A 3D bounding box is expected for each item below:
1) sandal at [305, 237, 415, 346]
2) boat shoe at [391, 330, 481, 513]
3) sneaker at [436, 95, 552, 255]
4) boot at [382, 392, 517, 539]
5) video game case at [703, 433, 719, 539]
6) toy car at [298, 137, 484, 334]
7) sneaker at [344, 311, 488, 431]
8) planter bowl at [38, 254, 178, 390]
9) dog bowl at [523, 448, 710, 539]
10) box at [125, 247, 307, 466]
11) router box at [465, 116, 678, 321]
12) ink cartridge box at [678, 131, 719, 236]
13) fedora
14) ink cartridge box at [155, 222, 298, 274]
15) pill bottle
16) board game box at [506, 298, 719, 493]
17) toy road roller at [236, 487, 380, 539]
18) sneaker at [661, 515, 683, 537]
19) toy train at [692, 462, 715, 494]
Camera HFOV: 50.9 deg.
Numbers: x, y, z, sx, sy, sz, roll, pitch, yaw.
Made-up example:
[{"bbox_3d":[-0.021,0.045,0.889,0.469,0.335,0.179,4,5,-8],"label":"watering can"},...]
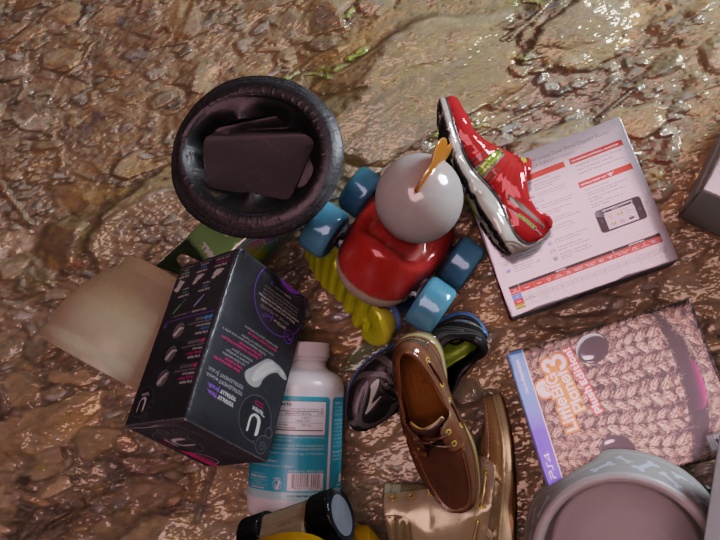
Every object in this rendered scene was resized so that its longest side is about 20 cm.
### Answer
[{"bbox_3d":[0.000,0.000,0.936,0.087,0.080,0.201,-24,66,-30],"label":"sandal"},{"bbox_3d":[0.074,0.167,0.807,0.071,0.068,0.202,-16,92,17],"label":"boat shoe"},{"bbox_3d":[0.152,-0.116,0.868,0.084,0.077,0.201,-27,83,-3],"label":"sneaker"},{"bbox_3d":[0.101,0.242,0.872,0.154,0.073,0.202,-1,86,13],"label":"boot"},{"bbox_3d":[0.370,0.257,0.703,0.017,0.200,0.144,-8,49,46],"label":"video game case"},{"bbox_3d":[0.063,-0.071,0.835,0.184,0.177,0.201,36,135,7],"label":"toy car"},{"bbox_3d":[0.063,0.121,0.885,0.199,0.083,0.071,-34,109,6],"label":"sneaker"},{"bbox_3d":[-0.265,0.067,0.923,0.199,0.200,0.136,24,76,15],"label":"planter bowl"},{"bbox_3d":[0.253,0.277,0.724,0.198,0.059,0.202,-1,87,18],"label":"dog bowl"},{"bbox_3d":[-0.152,0.097,0.833,0.105,0.122,0.202,-15,50,37],"label":"box"},{"bbox_3d":[0.242,-0.058,0.894,0.198,0.049,0.181,-20,78,9],"label":"router box"},{"bbox_3d":[0.468,-0.092,0.798,0.199,0.145,0.146,28,89,14],"label":"ink cartridge box"},{"bbox_3d":[-0.108,-0.118,0.851,0.198,0.092,0.203,-2,80,12],"label":"fedora"},{"bbox_3d":[-0.148,-0.044,0.950,0.200,0.104,0.059,-42,75,4],"label":"ink cartridge box"},{"bbox_3d":[-0.075,0.186,0.898,0.110,0.111,0.202,1,82,13],"label":"pill bottle"},{"bbox_3d":[0.279,0.141,0.818,0.198,0.097,0.161,-20,73,14],"label":"board game box"},{"bbox_3d":[-0.045,0.340,0.788,0.122,0.147,0.201,-23,122,18],"label":"toy road roller"},{"bbox_3d":[0.266,0.301,0.800,0.079,0.089,0.201,43,115,14],"label":"sneaker"},{"bbox_3d":[0.441,0.202,0.778,0.198,0.151,0.056,-8,44,16],"label":"toy train"}]
